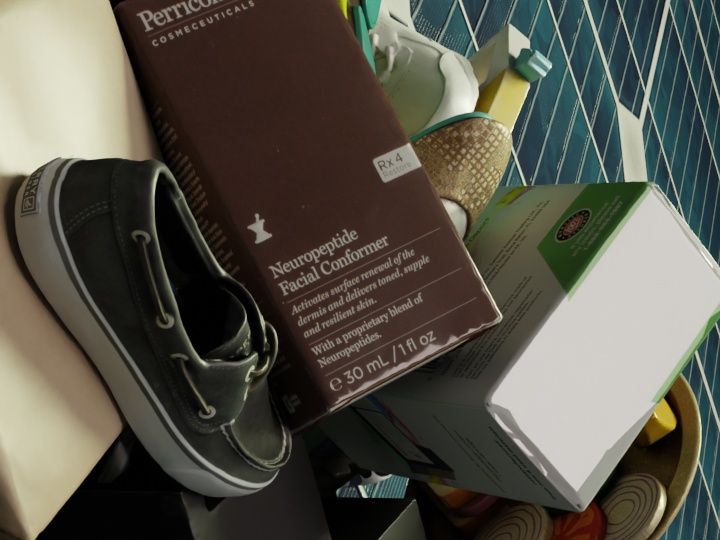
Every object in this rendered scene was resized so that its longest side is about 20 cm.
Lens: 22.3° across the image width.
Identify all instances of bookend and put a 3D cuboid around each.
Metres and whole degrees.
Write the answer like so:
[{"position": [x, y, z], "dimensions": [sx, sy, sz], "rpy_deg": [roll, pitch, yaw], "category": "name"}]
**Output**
[{"position": [-0.047, 0.150, 0.903], "dimensions": [0.199, 0.092, 0.200], "rpy_deg": [-41, 121, -53], "category": "bookend"}]

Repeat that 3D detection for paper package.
[{"position": [-0.160, -0.013, 0.733], "dimensions": [0.200, 0.103, 0.191], "rpy_deg": [-56, 132, -60], "category": "paper package"}]

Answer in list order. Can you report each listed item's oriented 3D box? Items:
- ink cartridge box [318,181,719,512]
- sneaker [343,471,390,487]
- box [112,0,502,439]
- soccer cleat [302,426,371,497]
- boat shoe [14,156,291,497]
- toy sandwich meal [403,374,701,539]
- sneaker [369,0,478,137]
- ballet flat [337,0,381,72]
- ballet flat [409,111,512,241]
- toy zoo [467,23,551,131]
[{"position": [0.068, 0.034, 0.938], "dimensions": [0.084, 0.200, 0.145], "rpy_deg": [48, 67, -23], "category": "ink cartridge box"}, {"position": [0.047, 0.044, 1.168], "dimensions": [0.199, 0.129, 0.080], "rpy_deg": [-75, 148, -45], "category": "sneaker"}, {"position": [-0.031, -0.038, 0.822], "dimensions": [0.100, 0.075, 0.200], "rpy_deg": [-27, 85, -25], "category": "box"}, {"position": [-0.065, 0.083, 0.999], "dimensions": [0.084, 0.065, 0.200], "rpy_deg": [58, 17, 26], "category": "soccer cleat"}, {"position": [-0.067, 0.028, 0.733], "dimensions": [0.200, 0.057, 0.069], "rpy_deg": [58, 32, -46], "category": "boat shoe"}, {"position": [0.092, 0.096, 1.011], "dimensions": [0.070, 0.205, 0.205], "rpy_deg": [51, 35, -35], "category": "toy sandwich meal"}, {"position": [-0.009, -0.133, 1.110], "dimensions": [0.099, 0.078, 0.200], "rpy_deg": [25, 12, -44], "category": "sneaker"}, {"position": [-0.020, -0.126, 0.947], "dimensions": [0.067, 0.067, 0.200], "rpy_deg": [76, 12, -48], "category": "ballet flat"}, {"position": [0.000, 0.000, 0.910], "dimensions": [0.070, 0.200, 0.065], "rpy_deg": [33, 30, -42], "category": "ballet flat"}, {"position": [0.045, -0.075, 1.140], "dimensions": [0.020, 0.200, 0.131], "rpy_deg": [37, 38, -16], "category": "toy zoo"}]
